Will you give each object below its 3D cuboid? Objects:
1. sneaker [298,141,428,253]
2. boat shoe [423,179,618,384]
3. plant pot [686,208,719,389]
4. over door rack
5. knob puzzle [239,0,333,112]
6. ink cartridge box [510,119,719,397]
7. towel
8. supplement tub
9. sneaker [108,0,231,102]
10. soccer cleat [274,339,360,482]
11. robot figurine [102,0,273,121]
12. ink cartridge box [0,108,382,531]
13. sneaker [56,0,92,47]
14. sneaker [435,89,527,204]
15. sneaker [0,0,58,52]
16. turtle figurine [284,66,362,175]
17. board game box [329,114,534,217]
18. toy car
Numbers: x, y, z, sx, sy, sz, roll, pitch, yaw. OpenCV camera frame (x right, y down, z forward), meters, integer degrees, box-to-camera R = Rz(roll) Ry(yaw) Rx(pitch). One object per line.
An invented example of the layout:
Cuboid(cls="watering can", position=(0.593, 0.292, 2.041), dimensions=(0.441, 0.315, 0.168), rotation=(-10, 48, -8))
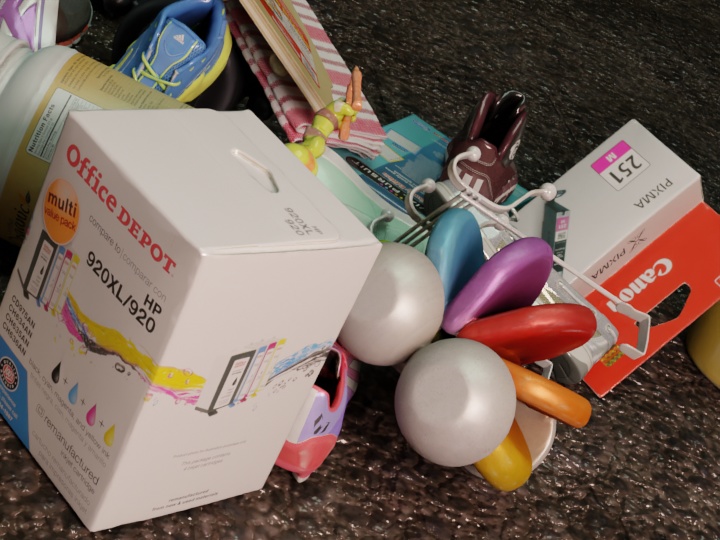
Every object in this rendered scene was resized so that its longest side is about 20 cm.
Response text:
Cuboid(cls="sneaker", position=(0.000, 0.000, 1.205), dimensions=(0.200, 0.074, 0.119), rotation=(38, 51, -11))
Cuboid(cls="boat shoe", position=(0.131, 0.001, 1.241), dimensions=(0.065, 0.074, 0.202), rotation=(-39, 84, -24))
Cuboid(cls="plant pot", position=(0.399, 0.022, 1.372), dimensions=(0.199, 0.190, 0.202), rotation=(21, 28, -12))
Cuboid(cls="over door rack", position=(0.115, 0.000, 1.143), dimensions=(0.200, 0.148, 0.067), rotation=(42, 58, -8))
Cuboid(cls="knob puzzle", position=(-0.085, -0.220, 1.224), dimensions=(0.221, 0.030, 0.220), rotation=(57, 11, -17))
Cuboid(cls="ink cartridge box", position=(0.223, -0.014, 1.297), dimensions=(0.174, 0.199, 0.044), rotation=(47, -8, 35))
Cuboid(cls="towel", position=(-0.064, -0.186, 1.300), dimensions=(0.146, 0.030, 0.201), rotation=(3, 53, -59))
Cuboid(cls="supplement tub", position=(-0.190, -0.071, 1.055), dimensions=(0.198, 0.146, 0.145), rotation=(25, 27, -3))
Cuboid(cls="sneaker", position=(-0.173, -0.148, 1.163), dimensions=(0.075, 0.105, 0.201), rotation=(37, 65, 2))
Cuboid(cls="soccer cleat", position=(-0.028, 0.066, 1.035), dimensions=(0.066, 0.077, 0.201), rotation=(25, 27, -3))
Cuboid(cls="robot figurine", position=(-0.147, -0.200, 1.338), dimensions=(0.123, 0.152, 0.200), rotation=(-13, 18, 21))
Cuboid(cls="ink cartridge box", position=(-0.114, 0.023, 0.897), dimensions=(0.144, 0.202, 0.147), rotation=(-6, 41, -47))
Cuboid(cls="sneaker", position=(-0.303, -0.245, 1.327), dimensions=(0.077, 0.083, 0.199), rotation=(35, 28, 17))
Cuboid(cls="sneaker", position=(0.124, -0.119, 1.348), dimensions=(0.075, 0.116, 0.200), rotation=(27, 27, 0))
Cuboid(cls="sneaker", position=(-0.307, -0.210, 1.219), dimensions=(0.113, 0.073, 0.203), rotation=(8, 56, -20))
Cuboid(cls="turtle figurine", position=(-0.058, -0.042, 1.058), dimensions=(0.064, 0.162, 0.202), rotation=(21, 62, 1))
Cuboid(cls="board game box", position=(0.057, -0.071, 1.384), dimensions=(0.150, 0.047, 0.200), rotation=(35, 28, 15))
Cuboid(cls="toy car", position=(0.083, 0.043, 1.032), dimensions=(0.201, 0.150, 0.175), rotation=(54, 10, 22))
